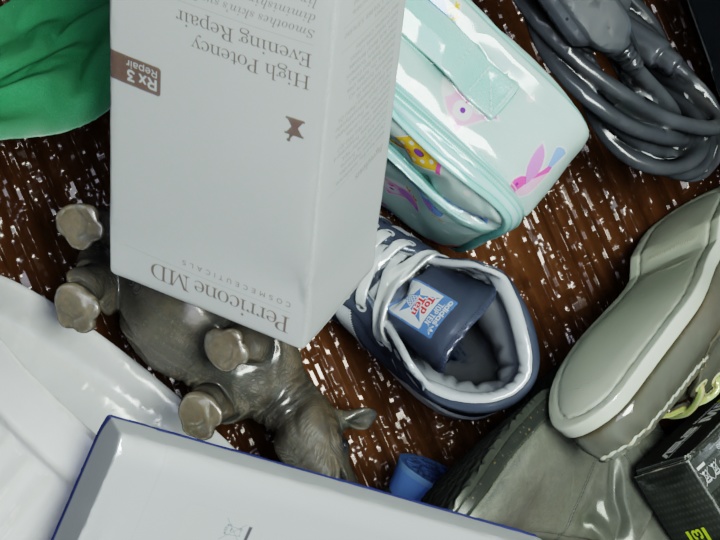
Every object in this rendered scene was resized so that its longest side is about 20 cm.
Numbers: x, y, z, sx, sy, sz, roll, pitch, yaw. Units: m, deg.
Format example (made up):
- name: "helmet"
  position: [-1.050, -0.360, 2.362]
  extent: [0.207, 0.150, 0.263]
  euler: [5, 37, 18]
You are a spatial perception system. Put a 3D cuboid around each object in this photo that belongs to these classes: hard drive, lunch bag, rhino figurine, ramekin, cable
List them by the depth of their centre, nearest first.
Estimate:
- name: "hard drive"
  position: [-0.032, 0.142, 0.679]
  extent: [0.199, 0.025, 0.133]
  euler: [19, 101, -29]
- name: "ramekin"
  position: [-0.127, 0.102, 0.754]
  extent: [0.200, 0.200, 0.105]
  euler: [41, 92, -4]
- name: "lunch bag"
  position: [0.003, -0.097, 0.792]
  extent: [0.200, 0.160, 0.077]
  euler: [41, 83, -5]
- name: "rhino figurine"
  position: [-0.061, 0.042, 0.812]
  extent: [0.200, 0.087, 0.060]
  euler: [43, 103, 1]
- name: "cable"
  position: [0.104, -0.123, 0.815]
  extent: [0.051, 0.163, 0.200]
  euler: [-36, 107, 14]

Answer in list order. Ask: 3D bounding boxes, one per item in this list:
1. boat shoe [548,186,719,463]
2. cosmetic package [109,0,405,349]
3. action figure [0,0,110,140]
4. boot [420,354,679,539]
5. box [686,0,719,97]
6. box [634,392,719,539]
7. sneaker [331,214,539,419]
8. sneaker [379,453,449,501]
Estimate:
- name: "boat shoe"
  position: [0.148, 0.031, 0.810]
  extent: [0.060, 0.072, 0.202]
  euler: [55, 38, -11]
- name: "cosmetic package"
  position: [-0.042, -0.076, 0.697]
  extent: [0.101, 0.074, 0.201]
  euler: [20, 129, 18]
- name: "action figure"
  position: [-0.192, -0.069, 0.805]
  extent: [0.199, 0.119, 0.055]
  euler: [-23, 131, 10]
- name: "boot"
  position: [0.109, 0.116, 0.793]
  extent: [0.131, 0.068, 0.200]
  euler: [48, 38, 5]
- name: "box"
  position: [0.280, -0.113, 0.825]
  extent: [0.196, 0.124, 0.201]
  euler: [-21, 91, -28]
- name: "box"
  position: [0.247, 0.121, 0.834]
  extent: [0.200, 0.047, 0.194]
  euler: [-36, 96, -36]
- name: "sneaker"
  position: [0.000, 0.000, 0.814]
  extent: [0.200, 0.108, 0.070]
  euler: [36, 83, -5]
- name: "sneaker"
  position: [0.084, 0.167, 0.846]
  extent: [0.199, 0.070, 0.078]
  euler: [30, 98, -6]
